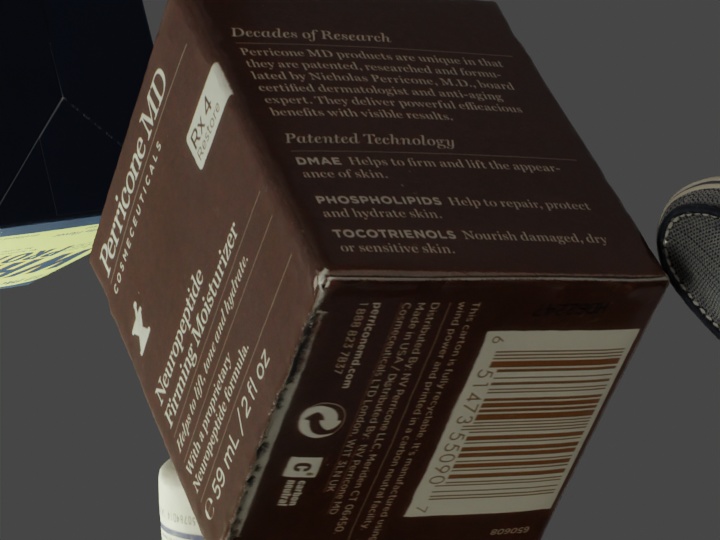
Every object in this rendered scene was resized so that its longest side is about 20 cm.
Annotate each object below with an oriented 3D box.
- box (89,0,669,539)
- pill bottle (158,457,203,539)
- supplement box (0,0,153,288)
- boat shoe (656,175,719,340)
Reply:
[{"bbox_3d":[0.000,0.000,1.068,0.200,0.164,0.166,62,142,42],"label":"box"},{"bbox_3d":[-0.041,0.191,1.237,0.111,0.111,0.201,6,101,52],"label":"pill bottle"},{"bbox_3d":[-0.223,-0.100,1.397,0.200,0.134,0.201,-22,80,52],"label":"supplement box"},{"bbox_3d":[0.165,0.019,0.944,0.200,0.093,0.075,30,120,46],"label":"boat shoe"}]
